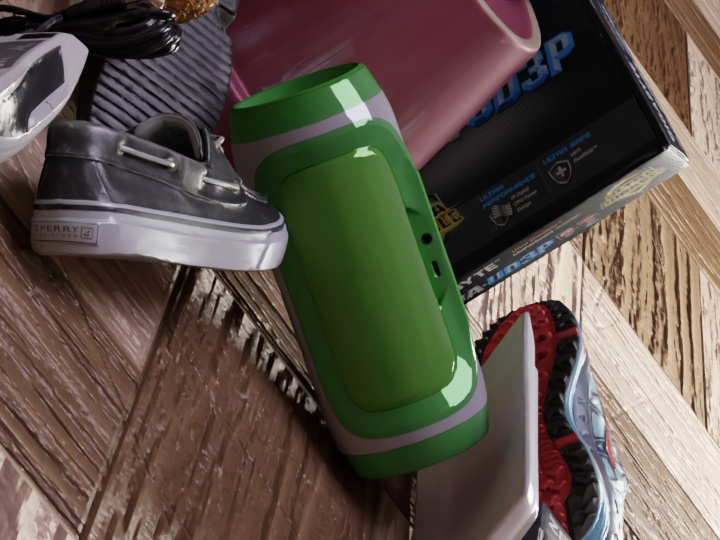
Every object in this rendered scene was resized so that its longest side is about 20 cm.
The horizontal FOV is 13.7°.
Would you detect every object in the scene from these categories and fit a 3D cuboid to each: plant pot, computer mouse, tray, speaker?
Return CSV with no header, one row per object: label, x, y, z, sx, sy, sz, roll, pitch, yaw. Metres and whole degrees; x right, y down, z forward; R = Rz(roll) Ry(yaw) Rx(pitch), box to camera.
plant pot,-0.010,-0.125,1.624,0.200,0.179,0.200,51,18,-24
computer mouse,-0.158,-0.077,1.302,0.200,0.109,0.044,-44,128,-62
tray,0.064,0.106,1.536,0.022,0.107,0.200,30,23,-11
speaker,0.000,0.000,1.519,0.088,0.088,0.200,-53,125,-72

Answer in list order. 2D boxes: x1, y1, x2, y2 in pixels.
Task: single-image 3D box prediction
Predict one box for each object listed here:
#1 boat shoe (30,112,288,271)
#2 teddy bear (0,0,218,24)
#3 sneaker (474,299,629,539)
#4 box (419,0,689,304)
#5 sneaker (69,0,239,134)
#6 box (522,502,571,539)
boat shoe,-0.086,-0.038,1.398,0.200,0.072,0.071,3,92,-69
teddy bear,-0.152,-0.162,1.386,0.200,0.145,0.067,37,52,-42
sneaker,0.113,0.108,1.761,0.200,0.079,0.096,-94,157,-43
box,0.067,-0.079,1.719,0.159,0.200,0.046,64,15,21
sneaker,-0.113,-0.115,1.512,0.074,0.088,0.200,42,47,-29
box,0.132,0.240,1.595,0.200,0.049,0.161,53,19,-13
